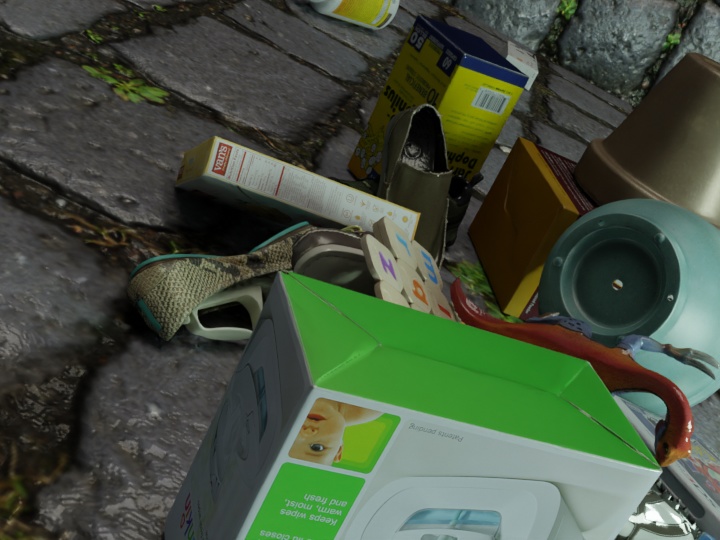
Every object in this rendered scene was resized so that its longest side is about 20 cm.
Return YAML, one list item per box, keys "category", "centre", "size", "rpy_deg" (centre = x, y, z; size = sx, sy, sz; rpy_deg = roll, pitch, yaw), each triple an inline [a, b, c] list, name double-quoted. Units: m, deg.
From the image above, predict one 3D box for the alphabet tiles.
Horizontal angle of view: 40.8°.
- category: "alphabet tiles"
  centre: [0.058, 0.058, 0.746]
  size: [0.195, 0.014, 0.203]
  rpy_deg: [35, 33, -53]

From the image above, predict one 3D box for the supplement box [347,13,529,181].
- category: "supplement box"
  centre: [0.087, -0.172, 1.130]
  size: [0.108, 0.202, 0.109]
  rpy_deg: [8, 29, -37]

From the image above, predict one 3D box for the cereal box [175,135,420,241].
- category: "cereal box"
  centre: [-0.061, -0.064, 0.877]
  size: [0.197, 0.040, 0.143]
  rpy_deg: [19, -6, -19]

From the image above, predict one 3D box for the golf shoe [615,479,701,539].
- category: "golf shoe"
  centre: [0.170, 0.177, 0.708]
  size: [0.200, 0.095, 0.077]
  rpy_deg: [44, -22, -14]

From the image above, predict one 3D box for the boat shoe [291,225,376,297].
- category: "boat shoe"
  centre: [0.000, 0.000, 0.798]
  size: [0.199, 0.071, 0.060]
  rpy_deg: [24, 38, -56]

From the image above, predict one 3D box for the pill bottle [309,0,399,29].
- category: "pill bottle"
  centre: [-0.026, -0.534, 1.841]
  size: [0.198, 0.111, 0.109]
  rpy_deg: [4, 33, -44]

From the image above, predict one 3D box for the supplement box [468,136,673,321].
- category: "supplement box"
  centre: [0.254, -0.023, 1.102]
  size: [0.197, 0.134, 0.198]
  rpy_deg: [20, 25, -16]

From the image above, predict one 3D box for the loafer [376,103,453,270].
- category: "loafer"
  centre: [0.052, -0.076, 0.958]
  size: [0.074, 0.070, 0.204]
  rpy_deg: [4, 71, -14]

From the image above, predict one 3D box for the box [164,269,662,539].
- category: "box"
  centre: [0.018, 0.119, 0.505]
  size: [0.197, 0.179, 0.097]
  rpy_deg: [17, 25, -24]

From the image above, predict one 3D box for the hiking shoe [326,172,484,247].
- category: "hiking shoe"
  centre: [0.042, -0.090, 1.043]
  size: [0.197, 0.102, 0.076]
  rpy_deg: [7, 30, -41]

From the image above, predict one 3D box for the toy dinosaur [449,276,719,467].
- category: "toy dinosaur"
  centre: [0.171, 0.086, 0.742]
  size: [0.196, 0.107, 0.181]
  rpy_deg: [19, -3, -12]

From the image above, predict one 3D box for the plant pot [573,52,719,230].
- category: "plant pot"
  centre: [0.359, -0.130, 1.047]
  size: [0.197, 0.177, 0.201]
  rpy_deg: [23, 25, -12]

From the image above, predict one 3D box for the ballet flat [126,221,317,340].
- category: "ballet flat"
  centre: [-0.091, 0.016, 0.749]
  size: [0.198, 0.068, 0.076]
  rpy_deg: [-17, 71, -52]

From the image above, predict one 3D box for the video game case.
- category: "video game case"
  centre: [0.300, 0.188, 0.817]
  size: [0.198, 0.023, 0.183]
  rpy_deg: [26, 19, -44]

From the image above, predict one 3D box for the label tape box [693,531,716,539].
- category: "label tape box"
  centre: [0.243, 0.250, 0.605]
  size: [0.143, 0.066, 0.201]
  rpy_deg: [39, -13, 24]

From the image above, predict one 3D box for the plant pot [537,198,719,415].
- category: "plant pot"
  centre: [0.245, 0.022, 0.877]
  size: [0.200, 0.201, 0.134]
  rpy_deg: [43, 9, 31]

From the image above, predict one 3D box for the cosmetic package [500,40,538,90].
- category: "cosmetic package"
  centre: [0.363, -0.476, 2.230]
  size: [0.081, 0.051, 0.201]
  rpy_deg: [26, 24, -3]
